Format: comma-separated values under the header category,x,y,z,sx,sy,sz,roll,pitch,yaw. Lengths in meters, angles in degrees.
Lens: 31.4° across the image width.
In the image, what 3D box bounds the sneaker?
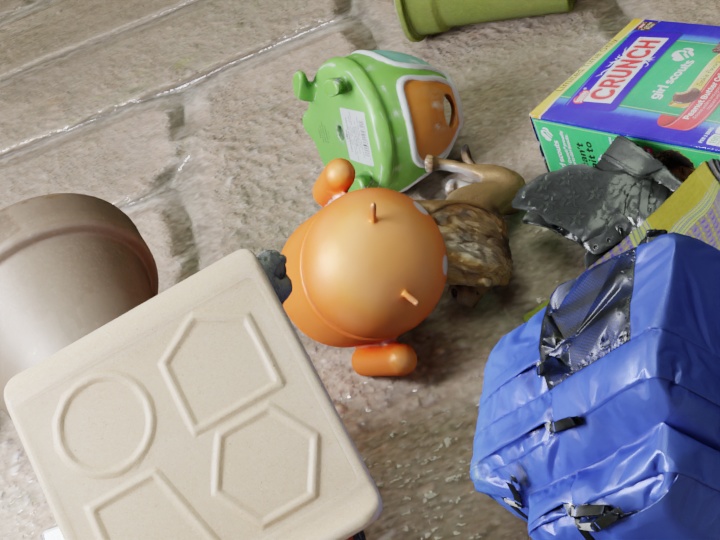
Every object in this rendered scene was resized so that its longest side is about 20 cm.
category,x,y,z,sx,sy,sz,roll,pitch,yaw
sneaker,0.216,-0.030,0.999,0.104,0.060,0.200,-48,55,4

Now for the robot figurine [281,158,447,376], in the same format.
category,x,y,z,sx,sy,sz,roll,pitch,yaw
robot figurine,0.001,0.002,0.999,0.200,0.115,0.145,153,136,-74

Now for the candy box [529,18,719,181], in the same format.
category,x,y,z,sx,sy,sz,roll,pitch,yaw
candy box,0.276,-0.138,1.097,0.199,0.078,0.169,16,50,46

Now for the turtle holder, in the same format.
category,x,y,z,sx,sy,sz,roll,pitch,yaw
turtle holder,0.016,-0.137,1.224,0.130,0.142,0.186,-20,-10,-22

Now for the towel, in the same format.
category,x,y,z,sx,sy,sz,roll,pitch,yaw
towel,0.192,0.010,0.905,0.200,0.023,0.144,-43,18,23

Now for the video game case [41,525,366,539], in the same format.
category,x,y,z,sx,sy,sz,roll,pitch,yaw
video game case,-0.084,0.213,0.789,0.198,0.036,0.183,-22,65,2

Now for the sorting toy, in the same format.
category,x,y,z,sx,sy,sz,roll,pitch,yaw
sorting toy,-0.106,0.110,0.792,0.184,0.037,0.201,-29,68,-1

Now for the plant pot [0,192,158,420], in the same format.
category,x,y,z,sx,sy,sz,roll,pitch,yaw
plant pot,-0.232,0.065,1.044,0.199,0.201,0.175,-32,51,-13

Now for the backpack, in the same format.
category,x,y,z,sx,sy,sz,roll,pitch,yaw
backpack,0.153,0.093,0.736,0.200,0.162,0.169,-34,30,53

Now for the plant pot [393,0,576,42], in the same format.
category,x,y,z,sx,sy,sz,roll,pitch,yaw
plant pot,0.146,-0.350,1.391,0.182,0.202,0.201,4,40,17

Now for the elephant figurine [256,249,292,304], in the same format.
category,x,y,z,sx,sy,sz,roll,pitch,yaw
elephant figurine,-0.117,0.096,0.889,0.141,0.202,0.155,14,41,44

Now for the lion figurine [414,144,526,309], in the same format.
category,x,y,z,sx,sy,sz,roll,pitch,yaw
lion figurine,0.098,-0.052,1.093,0.121,0.073,0.200,8,40,28
